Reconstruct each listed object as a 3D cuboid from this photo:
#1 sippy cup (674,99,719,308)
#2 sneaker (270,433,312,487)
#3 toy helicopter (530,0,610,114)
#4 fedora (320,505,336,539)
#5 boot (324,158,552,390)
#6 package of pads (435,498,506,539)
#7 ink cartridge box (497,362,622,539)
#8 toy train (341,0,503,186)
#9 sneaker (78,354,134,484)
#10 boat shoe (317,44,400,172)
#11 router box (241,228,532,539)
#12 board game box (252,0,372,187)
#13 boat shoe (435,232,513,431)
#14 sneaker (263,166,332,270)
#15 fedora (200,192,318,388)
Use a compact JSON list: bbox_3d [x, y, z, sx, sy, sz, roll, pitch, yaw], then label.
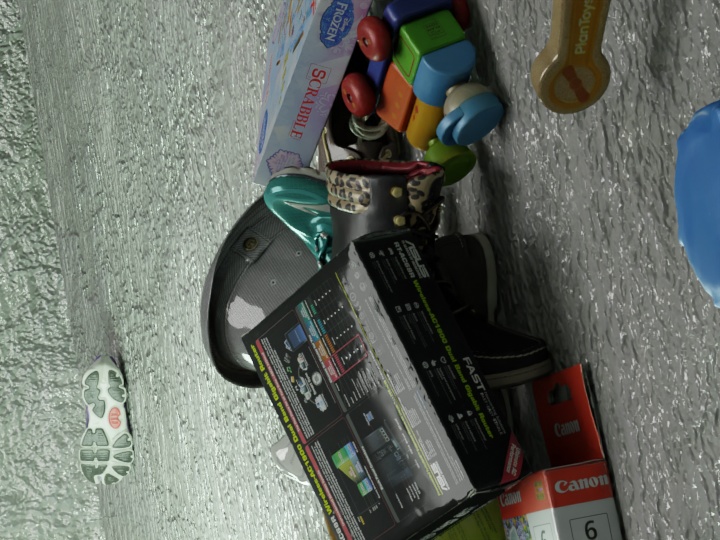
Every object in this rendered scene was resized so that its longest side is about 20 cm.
[{"bbox_3d":[0.218,-0.036,1.026,0.140,0.130,0.178,-117,25,-46],"label":"sippy cup"},{"bbox_3d":[-0.011,0.082,1.808,0.081,0.075,0.201,9,69,44],"label":"sneaker"},{"bbox_3d":[0.121,-0.173,1.284,0.079,0.132,0.201,-117,24,-46],"label":"toy helicopter"},{"bbox_3d":[0.019,0.175,1.900,0.201,0.081,0.201,171,90,-74],"label":"fedora"},{"bbox_3d":[0.048,0.002,1.621,0.200,0.073,0.151,11,109,41],"label":"boot"},{"bbox_3d":[0.068,0.209,1.699,0.201,0.068,0.154,65,165,-3],"label":"package of pads"},{"bbox_3d":[0.136,0.172,1.555,0.109,0.050,0.201,145,114,-72],"label":"ink cartridge box"},{"bbox_3d":[0.046,-0.109,1.687,0.116,0.084,0.200,59,156,23],"label":"toy train"},{"bbox_3d":[-0.369,0.219,3.310,0.083,0.080,0.201,-96,10,-72],"label":"sneaker"},{"bbox_3d":[0.000,-0.095,1.855,0.060,0.072,0.201,110,153,-65],"label":"boat shoe"},{"bbox_3d":[0.015,0.093,1.576,0.150,0.062,0.201,-39,71,43],"label":"router box"},{"bbox_3d":[-0.033,-0.198,1.776,0.200,0.041,0.200,-87,15,-50],"label":"board game box"},{"bbox_3d":[0.075,0.071,1.699,0.067,0.057,0.201,-164,66,-72],"label":"boat shoe"},{"bbox_3d":[0.000,0.000,1.731,0.200,0.080,0.077,45,146,-3],"label":"sneaker"},{"bbox_3d":[-0.044,0.019,1.935,0.090,0.200,0.177,22,145,40],"label":"fedora"}]
